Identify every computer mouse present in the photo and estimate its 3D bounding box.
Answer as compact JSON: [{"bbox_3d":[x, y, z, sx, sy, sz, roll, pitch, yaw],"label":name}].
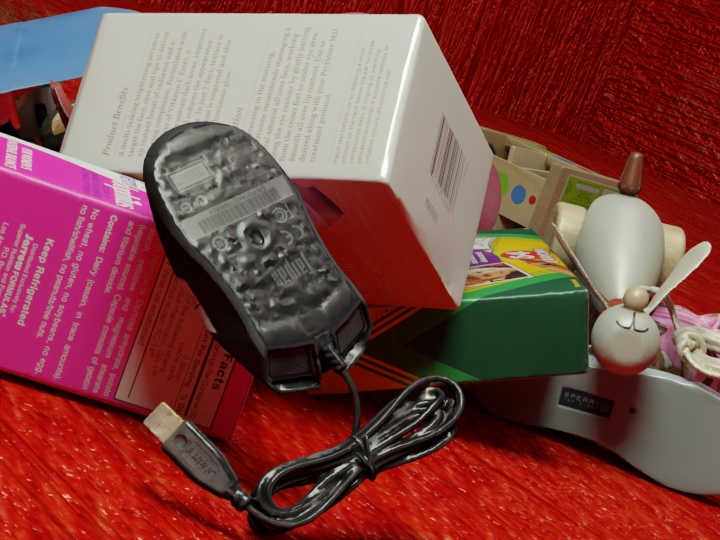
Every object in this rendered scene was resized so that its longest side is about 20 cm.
[{"bbox_3d":[-0.058,0.032,0.884,0.140,0.046,0.200,-33,80,-34],"label":"computer mouse"}]

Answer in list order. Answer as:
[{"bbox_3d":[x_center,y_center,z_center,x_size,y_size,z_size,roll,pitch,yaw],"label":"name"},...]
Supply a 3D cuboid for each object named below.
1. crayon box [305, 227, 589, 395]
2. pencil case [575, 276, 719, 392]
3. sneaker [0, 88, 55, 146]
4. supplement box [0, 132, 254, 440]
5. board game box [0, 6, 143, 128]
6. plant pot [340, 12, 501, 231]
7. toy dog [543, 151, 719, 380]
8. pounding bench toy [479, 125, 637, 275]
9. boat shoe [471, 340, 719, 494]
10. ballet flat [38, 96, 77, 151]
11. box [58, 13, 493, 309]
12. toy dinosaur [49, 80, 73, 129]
[{"bbox_3d":[0.043,0.021,1.208,0.172,0.059,0.200,-3,12,-4],"label":"crayon box"},{"bbox_3d":[0.168,0.045,1.349,0.199,0.083,0.086,20,-2,27],"label":"pencil case"},{"bbox_3d":[-0.293,-0.126,1.454,0.111,0.073,0.200,1,-4,-3],"label":"sneaker"},{"bbox_3d":[-0.147,0.002,0.972,0.199,0.104,0.101,20,9,-14],"label":"supplement box"},{"bbox_3d":[-0.237,-0.134,1.321,0.199,0.039,0.158,-11,25,-2],"label":"board game box"},{"bbox_3d":[0.013,-0.083,1.548,0.179,0.200,0.200,32,0,-40],"label":"plant pot"},{"bbox_3d":[0.179,-0.012,1.244,0.131,0.097,0.200,2,24,-20],"label":"toy dog"},{"bbox_3d":[0.183,-0.053,1.869,0.200,0.125,0.156,11,14,-45],"label":"pounding bench toy"},{"bbox_3d":[0.175,0.084,1.261,0.200,0.071,0.091,20,14,9],"label":"boat shoe"},{"bbox_3d":[-0.188,-0.110,1.311,0.066,0.057,0.200,1,4,-7],"label":"ballet flat"},{"bbox_3d":[-0.045,-0.062,1.079,0.199,0.107,0.152,3,-26,22],"label":"box"},{"bbox_3d":[-0.111,-0.049,1.211,0.105,0.200,0.181,41,50,23],"label":"toy dinosaur"}]
